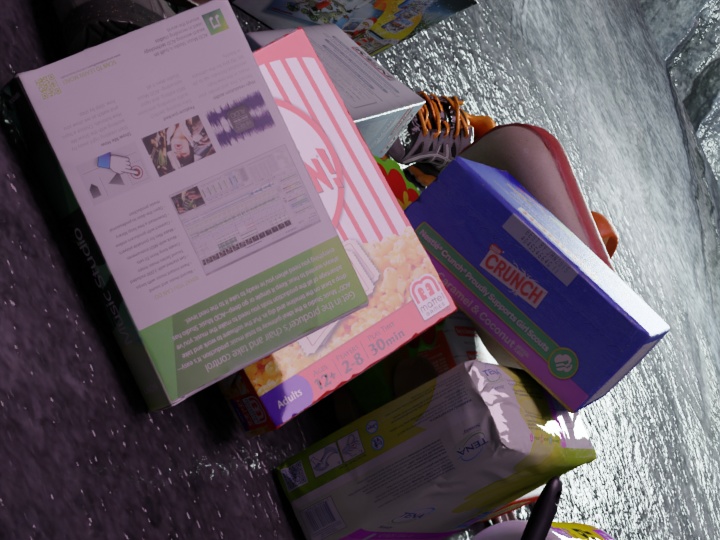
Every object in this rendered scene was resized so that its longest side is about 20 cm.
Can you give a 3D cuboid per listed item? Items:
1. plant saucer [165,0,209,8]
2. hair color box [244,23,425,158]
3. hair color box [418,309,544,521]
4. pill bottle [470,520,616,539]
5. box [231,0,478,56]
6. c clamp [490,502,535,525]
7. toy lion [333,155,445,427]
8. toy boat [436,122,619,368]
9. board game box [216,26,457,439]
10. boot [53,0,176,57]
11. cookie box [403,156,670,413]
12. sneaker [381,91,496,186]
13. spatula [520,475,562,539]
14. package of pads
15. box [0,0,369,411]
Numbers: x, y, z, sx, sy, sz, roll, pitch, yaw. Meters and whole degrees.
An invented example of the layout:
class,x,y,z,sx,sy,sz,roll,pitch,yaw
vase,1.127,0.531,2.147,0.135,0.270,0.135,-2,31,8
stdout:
class,x,y,z,sx,sy,sz,roll,pitch,yaw
plant saucer,-0.156,-0.268,1.329,0.201,0.032,0.201,53,22,-32
hair color box,-0.030,-0.126,1.394,0.099,0.061,0.200,41,18,7
hair color box,0.068,0.089,1.439,0.101,0.061,0.202,9,59,-68
pill bottle,0.145,0.237,1.397,0.200,0.104,0.105,17,50,-65
box,-0.005,-0.230,1.522,0.200,0.136,0.038,23,44,-63
c clamp,0.128,0.165,1.558,0.171,0.027,0.202,27,42,-61
toy lion,0.000,0.000,1.299,0.200,0.068,0.193,43,43,-47
toy boat,0.149,-0.014,1.456,0.130,0.130,0.202,-10,74,-42
board game box,-0.052,-0.024,1.145,0.151,0.046,0.201,-32,94,-30
boot,-0.140,-0.173,1.213,0.200,0.067,0.132,31,33,-61
cookie box,0.117,0.008,1.274,0.171,0.075,0.200,44,8,10
sneaker,0.056,-0.125,1.648,0.200,0.077,0.079,11,57,-65
spatula,0.096,0.229,1.226,0.056,0.020,0.202,23,82,-64
package of pads,0.058,0.122,1.226,0.200,0.154,0.069,15,48,-65
box,-0.098,-0.040,1.078,0.144,0.036,0.201,-25,89,-30
